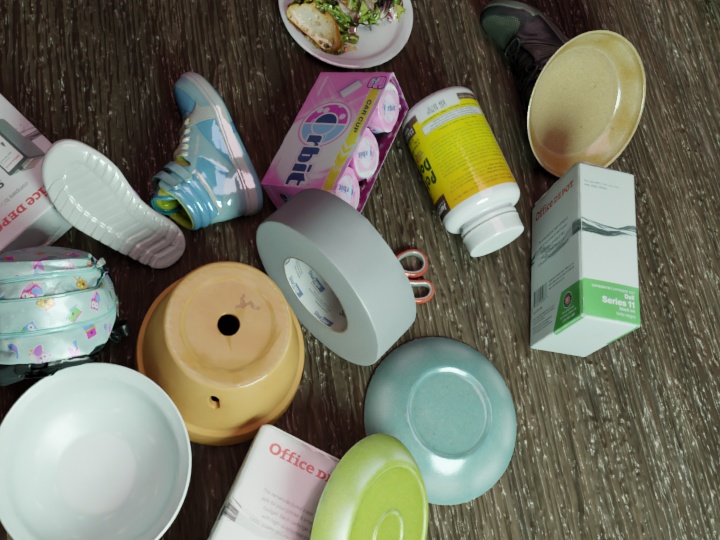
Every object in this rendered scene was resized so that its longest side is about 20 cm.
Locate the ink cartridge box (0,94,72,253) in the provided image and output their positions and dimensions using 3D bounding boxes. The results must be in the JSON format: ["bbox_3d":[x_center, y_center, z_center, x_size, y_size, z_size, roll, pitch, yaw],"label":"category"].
[{"bbox_3d":[-0.428,-0.111,0.983,0.199,0.084,0.146,42,66,3],"label":"ink cartridge box"}]

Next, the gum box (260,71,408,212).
[{"bbox_3d":[-0.032,-0.153,1.074,0.111,0.066,0.203,8,59,31],"label":"gum box"}]

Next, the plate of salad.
[{"bbox_3d":[-0.017,-0.377,1.205,0.195,0.048,0.205,5,68,-12],"label":"plate of salad"}]

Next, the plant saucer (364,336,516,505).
[{"bbox_3d":[0.103,0.174,1.032,0.196,0.039,0.206,5,69,-13],"label":"plant saucer"}]

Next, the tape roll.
[{"bbox_3d":[-0.030,0.008,0.973,0.066,0.201,0.200,-41,83,-24],"label":"tape roll"}]

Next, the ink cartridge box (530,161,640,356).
[{"bbox_3d":[0.280,-0.011,1.087,0.081,0.147,0.205,9,69,-11],"label":"ink cartridge box"}]

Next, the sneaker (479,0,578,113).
[{"bbox_3d":[0.242,-0.298,1.224,0.198,0.076,0.115,39,59,-3],"label":"sneaker"}]

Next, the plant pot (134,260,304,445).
[{"bbox_3d":[-0.152,0.080,0.950,0.195,0.140,0.205,4,69,-11],"label":"plant pot"}]

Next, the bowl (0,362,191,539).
[{"bbox_3d":[-0.277,0.207,0.897,0.196,0.091,0.206,5,68,-13],"label":"bowl"}]

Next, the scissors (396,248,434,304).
[{"bbox_3d":[0.000,0.000,1.085,0.195,0.014,0.075,6,70,-13],"label":"scissors"}]

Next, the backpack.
[{"bbox_3d":[-0.327,0.040,0.879,0.163,0.200,0.130,-13,98,-14],"label":"backpack"}]

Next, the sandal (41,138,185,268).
[{"bbox_3d":[-0.284,-0.072,0.980,0.082,0.203,0.050,-40,39,1],"label":"sandal"}]

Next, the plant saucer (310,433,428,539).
[{"bbox_3d":[0.020,0.277,0.905,0.031,0.201,0.203,5,59,36],"label":"plant saucer"}]

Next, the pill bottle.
[{"bbox_3d":[0.136,-0.126,1.115,0.107,0.110,0.204,-18,74,-19],"label":"pill bottle"}]

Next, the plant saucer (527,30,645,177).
[{"bbox_3d":[0.304,-0.229,1.185,0.196,0.035,0.205,-11,117,-21],"label":"plant saucer"}]

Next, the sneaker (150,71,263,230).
[{"bbox_3d":[-0.214,-0.143,1.052,0.128,0.080,0.203,-24,76,-22],"label":"sneaker"}]

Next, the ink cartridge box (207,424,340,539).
[{"bbox_3d":[-0.087,0.292,0.915,0.144,0.084,0.203,27,65,-3],"label":"ink cartridge box"}]
